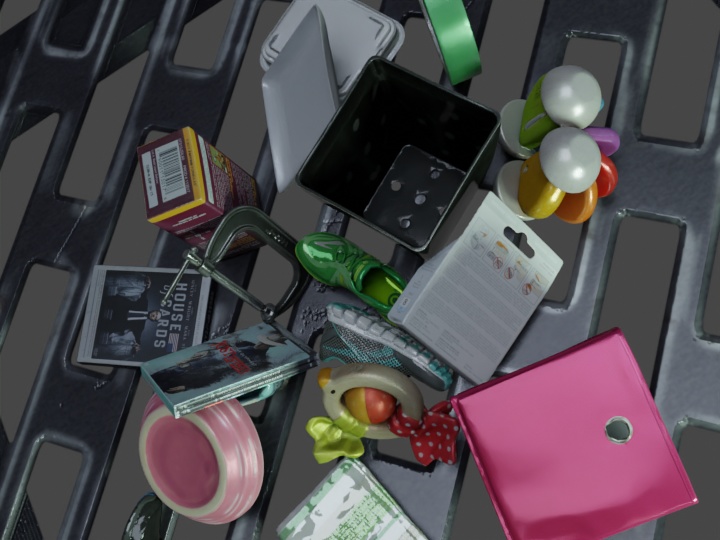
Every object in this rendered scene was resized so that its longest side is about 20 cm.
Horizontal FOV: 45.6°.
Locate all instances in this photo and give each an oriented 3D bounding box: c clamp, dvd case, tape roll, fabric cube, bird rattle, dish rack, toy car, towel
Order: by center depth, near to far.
[{"bbox_3d":[0.234,0.196,0.980,0.197,0.200,0.198,-23,79,7],"label":"fabric cube"},{"bbox_3d":[0.023,0.179,1.066,0.198,0.164,0.113,3,48,25],"label":"bird rattle"},{"bbox_3d":[0.004,0.359,1.100,0.149,0.031,0.200,-46,71,1],"label":"towel"},{"bbox_3d":[-0.172,0.123,1.119,0.198,0.022,0.146,-16,23,-26],"label":"dvd case"},{"bbox_3d":[0.270,-0.158,1.123,0.148,0.175,0.203,10,73,-19],"label":"toy car"},{"bbox_3d":[-0.157,0.006,1.165,0.027,0.199,0.172,15,76,51],"label":"c clamp"},{"bbox_3d":[0.112,-0.360,1.185,0.048,0.200,0.203,-21,70,8],"label":"tape roll"},{"bbox_3d":[-0.315,0.070,1.266,0.197,0.025,0.152,2,75,16],"label":"dvd case"},{"bbox_3d":[-0.049,-0.351,1.309,0.199,0.044,0.173,33,84,20],"label":"dish rack"}]

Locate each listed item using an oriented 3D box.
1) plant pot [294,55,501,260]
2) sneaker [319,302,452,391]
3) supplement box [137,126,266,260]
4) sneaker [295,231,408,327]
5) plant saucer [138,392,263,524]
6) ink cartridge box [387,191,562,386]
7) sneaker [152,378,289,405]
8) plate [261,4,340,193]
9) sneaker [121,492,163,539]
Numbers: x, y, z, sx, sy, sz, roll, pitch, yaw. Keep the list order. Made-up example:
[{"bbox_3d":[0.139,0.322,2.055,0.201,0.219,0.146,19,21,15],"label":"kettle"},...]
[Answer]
[{"bbox_3d":[0.064,-0.128,1.142,0.198,0.177,0.201,29,84,20],"label":"plant pot"},{"bbox_3d":[0.029,0.121,1.146,0.199,0.077,0.092,27,99,23],"label":"sneaker"},{"bbox_3d":[-0.215,-0.100,1.193,0.085,0.200,0.112,-18,69,15],"label":"supplement box"},{"bbox_3d":[0.000,0.000,1.165,0.199,0.084,0.074,30,74,15],"label":"sneaker"},{"bbox_3d":[-0.220,0.243,1.127,0.198,0.051,0.203,7,104,29],"label":"plant saucer"},{"bbox_3d":[0.149,0.024,1.093,0.201,0.160,0.047,-56,27,-7],"label":"ink cartridge box"},{"bbox_3d":[-0.198,0.152,1.165,0.198,0.086,0.079,-13,99,12],"label":"sneaker"},{"bbox_3d":[-0.081,-0.241,1.236,0.032,0.200,0.202,1,68,-31],"label":"plate"},{"bbox_3d":[-0.279,0.400,1.143,0.081,0.073,0.203,6,84,5],"label":"sneaker"}]
